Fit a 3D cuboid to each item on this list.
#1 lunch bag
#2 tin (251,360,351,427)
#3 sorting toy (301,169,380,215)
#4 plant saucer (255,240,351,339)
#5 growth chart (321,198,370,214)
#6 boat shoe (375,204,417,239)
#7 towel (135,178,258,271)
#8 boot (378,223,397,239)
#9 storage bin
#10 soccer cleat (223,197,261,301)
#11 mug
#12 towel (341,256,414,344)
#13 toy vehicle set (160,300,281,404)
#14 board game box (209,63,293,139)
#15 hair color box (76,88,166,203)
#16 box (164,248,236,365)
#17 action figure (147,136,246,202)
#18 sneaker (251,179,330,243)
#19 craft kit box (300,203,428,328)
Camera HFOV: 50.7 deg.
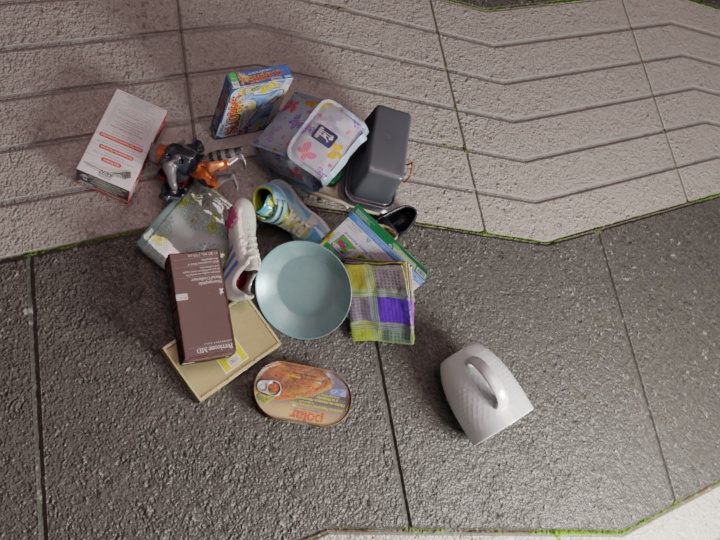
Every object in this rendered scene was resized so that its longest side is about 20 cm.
[{"bbox_3d":[-0.100,-0.266,1.574,0.199,0.128,0.170,26,69,36],"label":"lunch bag"},{"bbox_3d":[-0.115,0.244,1.483,0.198,0.042,0.113,14,62,-16],"label":"tin"},{"bbox_3d":[-0.024,-0.234,1.682,0.183,0.036,0.202,16,64,-13],"label":"sorting toy"},{"bbox_3d":[-0.110,0.036,1.514,0.201,0.201,0.039,43,19,-1],"label":"plant saucer"},{"bbox_3d":[-0.039,-0.206,1.696,0.198,0.018,0.146,26,62,-8],"label":"growth chart"},{"bbox_3d":[0.049,-0.083,1.659,0.199,0.062,0.075,-34,87,-27],"label":"boat shoe"},{"bbox_3d":[-0.321,-0.070,1.516,0.170,0.048,0.201,37,62,-4],"label":"towel"},{"bbox_3d":[0.049,-0.008,1.574,0.198,0.156,0.073,26,35,-7],"label":"boot"},{"bbox_3d":[0.051,-0.243,1.621,0.144,0.134,0.203,14,70,-14],"label":"storage bin"},{"bbox_3d":[-0.221,-0.039,1.478,0.069,0.086,0.203,8,90,-52],"label":"soccer cleat"},{"bbox_3d":[0.248,0.237,1.538,0.147,0.200,0.177,-29,76,-10],"label":"mug"},{"bbox_3d":[0.036,0.063,1.508,0.142,0.202,0.023,4,32,16],"label":"towel"},{"bbox_3d":[-0.266,0.148,1.466,0.199,0.027,0.125,-34,85,-28],"label":"toy vehicle set"},{"bbox_3d":[-0.229,-0.346,1.571,0.134,0.200,0.035,-17,77,-25],"label":"board game box"},{"bbox_3d":[-0.475,-0.248,1.516,0.110,0.064,0.202,23,62,-12],"label":"hair color box"},{"bbox_3d":[-0.301,0.067,1.418,0.099,0.075,0.203,-8,80,-22],"label":"box"},{"bbox_3d":[-0.325,-0.227,1.509,0.191,0.105,0.202,7,45,-3],"label":"action figure"},{"bbox_3d":[-0.147,-0.099,1.548,0.200,0.080,0.130,46,20,8],"label":"sneaker"},{"bbox_3d":[0.000,0.000,1.520,0.200,0.197,0.049,43,32,-10],"label":"craft kit box"}]
